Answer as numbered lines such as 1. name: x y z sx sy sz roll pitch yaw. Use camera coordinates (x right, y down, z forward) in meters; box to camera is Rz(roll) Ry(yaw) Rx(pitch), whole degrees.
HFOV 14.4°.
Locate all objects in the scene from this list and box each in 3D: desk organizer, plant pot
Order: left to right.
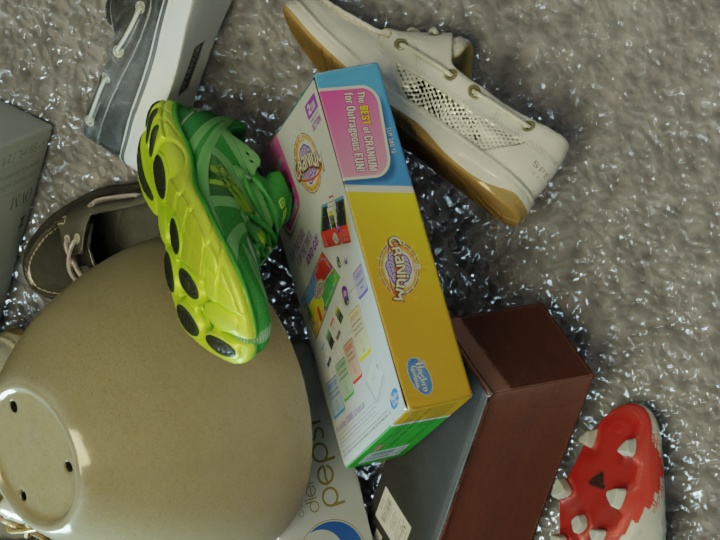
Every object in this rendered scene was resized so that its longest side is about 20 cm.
1. plant pot: -0.145 0.092 1.692 0.200 0.134 0.202 20 118 42
2. desk organizer: 0.068 0.118 1.712 0.072 0.077 0.201 55 142 39

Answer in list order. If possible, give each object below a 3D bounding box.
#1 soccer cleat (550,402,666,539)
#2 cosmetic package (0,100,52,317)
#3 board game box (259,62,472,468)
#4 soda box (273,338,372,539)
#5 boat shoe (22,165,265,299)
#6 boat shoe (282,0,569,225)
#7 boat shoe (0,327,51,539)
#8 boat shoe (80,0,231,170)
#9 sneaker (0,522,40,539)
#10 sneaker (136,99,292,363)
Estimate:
1. soccer cleat: 0.159 0.181 1.701 0.068 0.085 0.201 4 84 52
2. cosmetic package: -0.311 -0.005 1.781 0.122 0.199 0.201 26 114 16
3. board game box: 0.000 0.000 1.648 0.153 0.040 0.201 133 124 -69
4. soda box: -0.039 0.145 1.757 0.068 0.063 0.201 -1 103 66
5. boat shoe: -0.140 -0.023 1.778 0.199 0.057 0.067 -17 98 27
6. boat shoe: 0.040 -0.109 1.672 0.200 0.071 0.069 40 82 21
7. boat shoe: -0.204 0.138 1.810 0.201 0.069 0.074 60 144 9
8. boat shoe: -0.122 -0.157 1.729 0.068 0.072 0.201 28 122 13
9. sneaker: -0.281 0.171 1.897 0.199 0.073 0.113 2 102 16
10. sneaker: -0.076 -0.031 1.651 0.083 0.201 0.074 0 134 -18
